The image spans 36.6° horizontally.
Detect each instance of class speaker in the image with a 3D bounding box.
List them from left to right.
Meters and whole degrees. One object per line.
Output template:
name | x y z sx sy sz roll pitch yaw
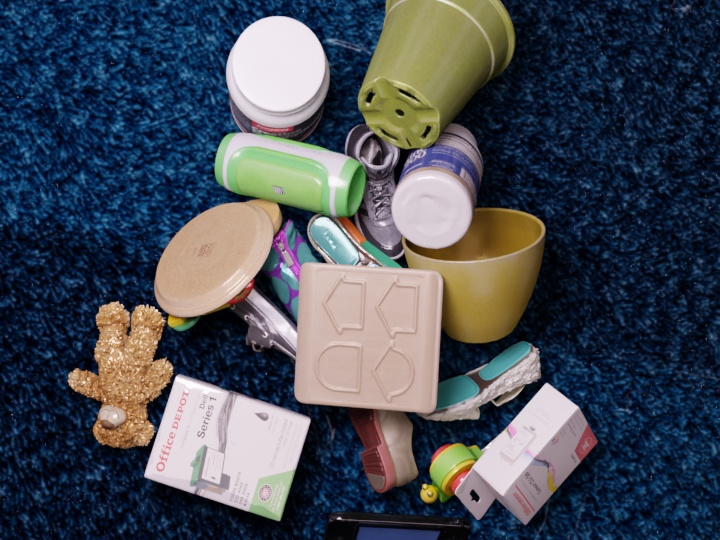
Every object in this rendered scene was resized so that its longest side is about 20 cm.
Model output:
speaker | -0.096 -0.131 1.485 0.197 0.088 0.090 14 83 17

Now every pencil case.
pencil case | -0.070 0.034 1.524 0.085 0.092 0.201 -38 90 -7

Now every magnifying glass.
magnifying glass | 0.014 -0.019 1.551 0.022 0.080 0.201 -33 77 -23

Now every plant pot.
plant pot | 0.087 -0.272 1.482 0.198 0.201 0.192 30 59 -2
plant pot | 0.162 0.014 1.514 0.196 0.200 0.145 -10 113 -6

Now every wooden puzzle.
wooden puzzle | 0.012 0.088 1.450 0.196 0.046 0.189 4 94 12

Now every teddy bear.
teddy bear | -0.328 0.143 1.503 0.143 0.067 0.203 21 83 -1

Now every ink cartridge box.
ink cartridge box | -0.183 0.242 1.498 0.197 0.084 0.149 18 83 -4
ink cartridge box | 0.231 0.271 1.512 0.200 0.117 0.067 -47 49 -7

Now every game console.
game console | 0.045 0.419 1.492 0.196 0.177 0.118 4 56 -5

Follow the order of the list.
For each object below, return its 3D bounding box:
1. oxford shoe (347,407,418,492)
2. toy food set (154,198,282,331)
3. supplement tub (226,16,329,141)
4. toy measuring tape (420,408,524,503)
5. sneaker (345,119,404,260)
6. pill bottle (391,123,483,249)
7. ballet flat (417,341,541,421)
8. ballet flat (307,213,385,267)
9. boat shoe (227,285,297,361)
oxford shoe | 0.031 0.207 1.541 0.074 0.070 0.204 -7 83 -32
toy food set | -0.199 -0.014 1.482 0.195 0.049 0.202 -19 44 21
supplement tub | -0.113 -0.256 1.491 0.137 0.200 0.143 0 85 -5
toy measuring tape | 0.161 0.256 1.531 0.199 0.074 0.074 -39 89 -4
sneaker | 0.024 -0.115 1.534 0.074 0.114 0.204 -13 86 -6
pill bottle | 0.111 -0.125 1.498 0.109 0.201 0.113 6 122 10
ballet flat | 0.175 0.174 1.550 0.197 0.072 0.073 -27 88 -5
ballet flat | 0.000 0.000 1.530 0.067 0.062 0.201 -36 83 6
boat shoe | -0.142 0.077 1.527 0.200 0.070 0.066 44 91 0
